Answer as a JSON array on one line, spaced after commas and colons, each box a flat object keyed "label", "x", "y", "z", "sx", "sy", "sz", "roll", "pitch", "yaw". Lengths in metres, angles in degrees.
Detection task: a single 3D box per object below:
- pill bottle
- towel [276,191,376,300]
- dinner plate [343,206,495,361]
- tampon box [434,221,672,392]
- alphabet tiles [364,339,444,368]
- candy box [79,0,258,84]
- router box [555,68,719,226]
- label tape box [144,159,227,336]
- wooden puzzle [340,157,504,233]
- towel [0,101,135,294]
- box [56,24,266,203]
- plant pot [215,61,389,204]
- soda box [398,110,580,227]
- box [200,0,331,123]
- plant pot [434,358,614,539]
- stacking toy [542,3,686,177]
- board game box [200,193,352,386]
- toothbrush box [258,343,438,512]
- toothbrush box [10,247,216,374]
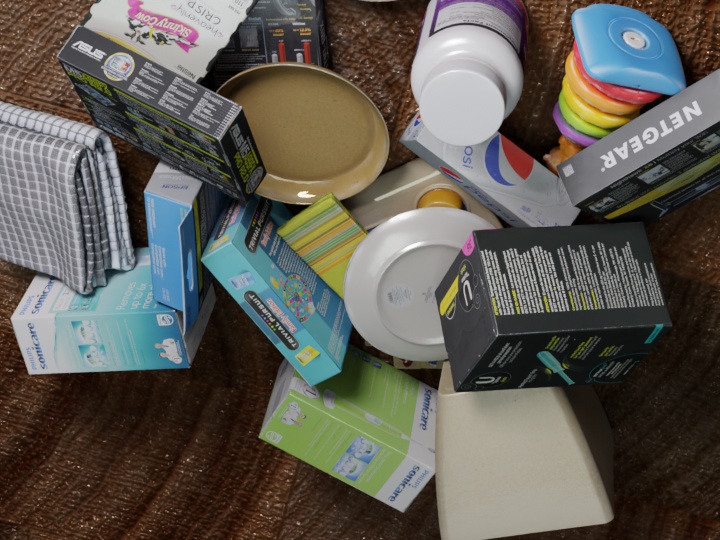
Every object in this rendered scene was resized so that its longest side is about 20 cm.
[{"label": "pill bottle", "x": 0.109, "y": -0.207, "z": 1.522, "sx": 0.111, "sy": 0.200, "sz": 0.111, "roll": 4, "pitch": 124, "yaw": 7}, {"label": "towel", "x": 0.000, "y": 0.000, "z": 1.728, "sx": 0.086, "sy": 0.018, "sz": 0.200, "roll": -30, "pitch": 117, "yaw": 30}, {"label": "dinner plate", "x": 0.081, "y": 0.022, "z": 1.712, "sx": 0.200, "sy": 0.024, "sz": 0.200, "roll": -2, "pitch": 118, "yaw": -3}, {"label": "tampon box", "x": 0.201, "y": 0.040, "z": 1.624, "sx": 0.200, "sy": 0.126, "sz": 0.150, "roll": -2, "pitch": 153, "yaw": -17}, {"label": "alphabet tiles", "x": 0.101, "y": 0.049, "z": 1.809, "sx": 0.200, "sy": 0.006, "sz": 0.166, "roll": 0, "pitch": 123, "yaw": 9}, {"label": "candy box", "x": -0.175, "y": -0.289, "z": 1.542, "sx": 0.136, "sy": 0.061, "sz": 0.200, "roll": 34, "pitch": 117, "yaw": -10}, {"label": "router box", "x": 0.326, "y": -0.119, "z": 1.582, "sx": 0.200, "sy": 0.052, "sz": 0.157, "roll": -31, "pitch": 155, "yaw": 25}, {"label": "label tape box", "x": -0.197, "y": -0.043, "z": 1.679, "sx": 0.066, "sy": 0.200, "sz": 0.143, "roll": 6, "pitch": 124, "yaw": 8}, {"label": "wooden puzzle", "x": 0.072, "y": -0.021, "z": 1.737, "sx": 0.185, "sy": 0.046, "sz": 0.200, "roll": -23, "pitch": 114, "yaw": 21}, {"label": "towel", "x": -0.356, "y": -0.078, "z": 1.727, "sx": 0.166, "sy": 0.086, "sz": 0.200, "roll": 14, "pitch": 128, "yaw": 24}, {"label": "box", "x": -0.201, "y": -0.158, "z": 1.570, "sx": 0.200, "sy": 0.044, "sz": 0.160, "roll": 27, "pitch": 163, "yaw": 16}, {"label": "plant pot", "x": -0.067, "y": -0.150, "z": 1.634, "sx": 0.200, "sy": 0.027, "sz": 0.200, "roll": 4, "pitch": 138, "yaw": 4}, {"label": "soda box", "x": 0.144, "y": -0.108, "z": 1.649, "sx": 0.200, "sy": 0.068, "sz": 0.063, "roll": 36, "pitch": 84, "yaw": -14}, {"label": "box", "x": -0.135, "y": -0.236, "z": 1.633, "sx": 0.200, "sy": 0.050, "sz": 0.158, "roll": 0, "pitch": 123, "yaw": 9}, {"label": "plant pot", "x": 0.180, "y": 0.177, "z": 1.776, "sx": 0.200, "sy": 0.200, "sz": 0.177, "roll": -10, "pitch": 112, "yaw": 13}, {"label": "stacking toy", "x": 0.245, "y": -0.170, "z": 1.596, "sx": 0.116, "sy": 0.110, "sz": 0.200, "roll": 8, "pitch": 138, "yaw": -16}, {"label": "board game box", "x": -0.086, "y": 0.010, "z": 1.726, "sx": 0.047, "sy": 0.151, "sz": 0.200, "roll": -29, "pitch": 114, "yaw": 25}, {"label": "toothbrush box", "x": -0.005, "y": 0.174, "z": 1.825, "sx": 0.200, "sy": 0.146, "sz": 0.086, "roll": 27, "pitch": 123, "yaw": -10}, {"label": "toothbrush box", "x": -0.285, "y": 0.045, "z": 1.785, "sx": 0.200, "sy": 0.146, "sz": 0.085, "roll": -3, "pitch": 122, "yaw": 13}]
